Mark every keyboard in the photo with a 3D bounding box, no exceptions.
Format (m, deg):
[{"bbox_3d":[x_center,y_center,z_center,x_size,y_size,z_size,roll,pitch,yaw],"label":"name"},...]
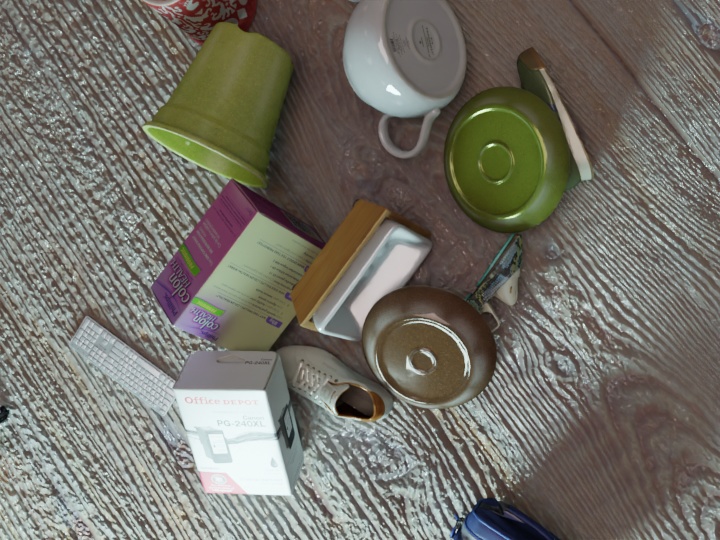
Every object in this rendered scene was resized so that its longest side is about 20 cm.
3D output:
[{"bbox_3d":[-0.372,0.150,1.540,0.198,0.011,0.057,34,98,11],"label":"keyboard"}]

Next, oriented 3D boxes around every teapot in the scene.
[{"bbox_3d":[0.045,-0.295,1.364,0.145,0.196,0.203,-15,48,48],"label":"teapot"}]

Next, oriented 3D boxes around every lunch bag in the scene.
[{"bbox_3d":[0.208,0.399,1.332,0.198,0.136,0.134,31,97,13],"label":"lunch bag"}]

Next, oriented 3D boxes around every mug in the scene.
[{"bbox_3d":[-0.234,-0.430,1.403,0.132,0.200,0.179,31,98,12],"label":"mug"}]

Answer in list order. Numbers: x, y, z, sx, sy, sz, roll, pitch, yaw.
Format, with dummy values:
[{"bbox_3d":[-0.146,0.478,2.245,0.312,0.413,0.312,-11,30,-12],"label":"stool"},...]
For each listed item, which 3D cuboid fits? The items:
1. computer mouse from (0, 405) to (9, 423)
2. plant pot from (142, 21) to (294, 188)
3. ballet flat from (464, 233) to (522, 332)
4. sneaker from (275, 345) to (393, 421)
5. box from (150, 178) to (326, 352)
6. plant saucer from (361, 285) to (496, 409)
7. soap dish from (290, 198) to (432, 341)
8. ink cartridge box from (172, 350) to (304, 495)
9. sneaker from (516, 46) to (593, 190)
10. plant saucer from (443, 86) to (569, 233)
[{"bbox_3d":[-0.674,0.260,1.592,0.197,0.044,0.111,7,58,21],"label":"computer mouse"},{"bbox_3d":[-0.189,-0.247,1.412,0.198,0.200,0.187,22,84,13],"label":"plant pot"},{"bbox_3d":[0.182,0.042,1.373,0.074,0.074,0.201,40,109,11],"label":"ballet flat"},{"bbox_3d":[-0.050,0.163,1.422,0.197,0.085,0.074,20,97,15],"label":"sneaker"},{"bbox_3d":[-0.165,0.004,1.392,0.201,0.175,0.097,-52,46,9],"label":"box"},{"bbox_3d":[0.091,0.119,1.366,0.197,0.037,0.204,8,118,14],"label":"plant saucer"},{"bbox_3d":[0.000,0.000,1.378,0.081,0.157,0.201,42,100,27],"label":"soap dish"},{"bbox_3d":[-0.174,0.222,1.408,0.142,0.084,0.203,-1,122,15],"label":"ink cartridge box"},{"bbox_3d":[0.244,-0.201,1.352,0.089,0.067,0.203,-25,88,7],"label":"sneaker"},{"bbox_3d":[0.192,-0.150,1.344,0.197,0.031,0.204,9,104,36],"label":"plant saucer"}]
